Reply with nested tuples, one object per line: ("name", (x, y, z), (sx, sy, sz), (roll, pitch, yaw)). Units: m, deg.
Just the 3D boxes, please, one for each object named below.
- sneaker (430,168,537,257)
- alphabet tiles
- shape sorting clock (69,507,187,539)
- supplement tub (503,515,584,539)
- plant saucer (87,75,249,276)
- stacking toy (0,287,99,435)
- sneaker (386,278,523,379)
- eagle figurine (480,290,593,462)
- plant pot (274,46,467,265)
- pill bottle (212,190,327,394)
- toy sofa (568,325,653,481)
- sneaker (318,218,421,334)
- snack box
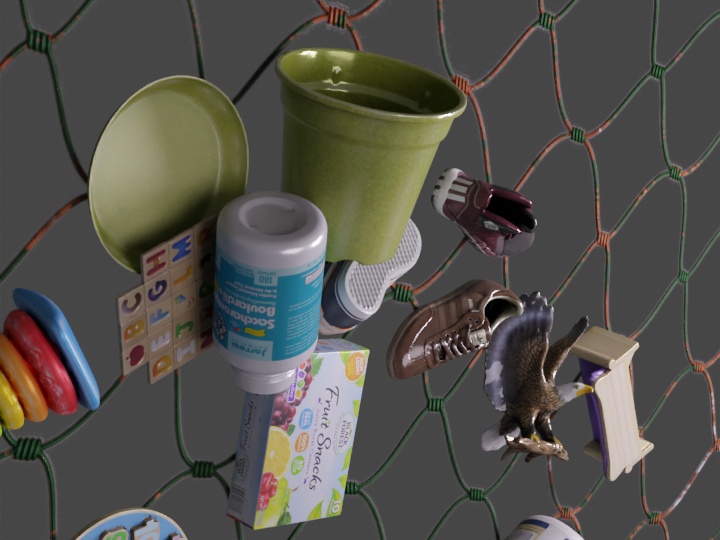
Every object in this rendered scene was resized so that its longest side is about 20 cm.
("sneaker", (0.180, -0.055, 1.857), (0.200, 0.115, 0.076), (26, 85, -48))
("alphabet tiles", (-0.169, 0.023, 1.562), (0.200, 0.006, 0.167), (-32, 140, -37))
("shape sorting clock", (-0.253, 0.343, 1.593), (0.200, 0.039, 0.201), (-20, 117, -44))
("supplement tub", (0.214, 0.440, 2.051), (0.200, 0.144, 0.145), (-38, 129, -31))
("plant saucer", (-0.194, -0.094, 1.507), (0.200, 0.031, 0.201), (-20, 118, -43))
("stacking toy", (-0.345, 0.116, 1.382), (0.200, 0.116, 0.110), (-32, 124, -21))
("sneaker", (0.116, 0.071, 1.864), (0.200, 0.075, 0.071), (-37, 129, -33))
("eagle figurine", (0.233, 0.146, 2.004), (0.152, 0.150, 0.201), (108, -19, -69))
("plant pot", (-0.007, -0.113, 1.600), (0.200, 0.200, 0.185), (-11, 123, -44))
("pill bottle", (-0.094, 0.028, 1.559), (0.111, 0.111, 0.200), (-27, 136, -38))
("toy sofa", (0.338, 0.188, 2.140), (0.097, 0.083, 0.200), (-35, 127, -28))
("sneaker", (0.000, 0.000, 1.722), (0.078, 0.079, 0.200), (50, 36, -8))
("snack box", (-0.070, 0.181, 1.722), (0.142, 0.053, 0.201), (-1, 105, -48))
